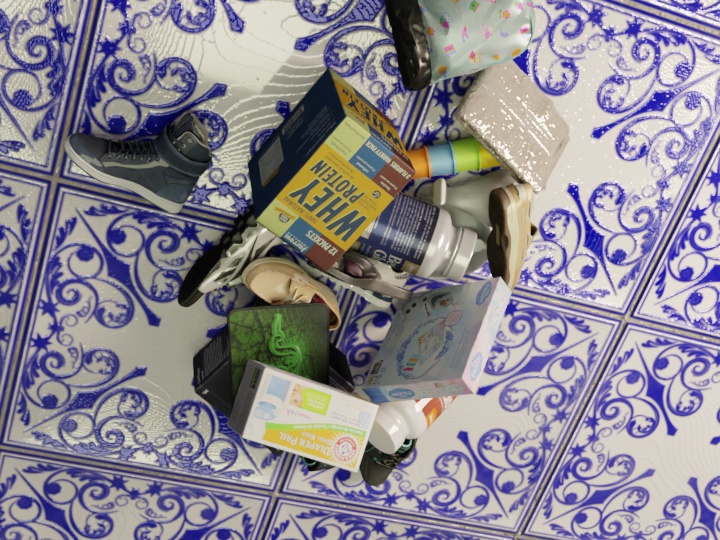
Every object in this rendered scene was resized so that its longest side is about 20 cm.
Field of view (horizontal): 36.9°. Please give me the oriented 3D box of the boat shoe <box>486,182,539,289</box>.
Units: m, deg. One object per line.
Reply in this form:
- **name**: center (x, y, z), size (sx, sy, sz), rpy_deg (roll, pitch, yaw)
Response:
- **boat shoe**: center (0.242, -0.049, 1.664), size (0.075, 0.072, 0.201), rpy_deg (-20, 139, -15)

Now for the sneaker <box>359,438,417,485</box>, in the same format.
- **sneaker**: center (0.051, 0.304, 1.882), size (0.074, 0.080, 0.202), rpy_deg (13, 117, -18)

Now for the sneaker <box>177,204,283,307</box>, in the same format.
- **sneaker**: center (-0.199, -0.002, 1.681), size (0.200, 0.074, 0.088), rpy_deg (-43, 121, 10)

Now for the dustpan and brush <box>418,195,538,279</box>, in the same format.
- **dustpan and brush**: center (0.185, -0.044, 1.733), size (0.197, 0.057, 0.141), rpy_deg (1, 118, -11)

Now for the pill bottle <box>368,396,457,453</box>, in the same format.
- **pill bottle**: center (0.089, 0.202, 1.771), size (0.200, 0.111, 0.113), rpy_deg (-43, 124, -27)

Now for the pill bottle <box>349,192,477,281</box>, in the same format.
- **pill bottle**: center (0.073, -0.056, 1.652), size (0.198, 0.111, 0.112), rpy_deg (21, 114, -3)

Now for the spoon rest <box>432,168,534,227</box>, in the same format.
- **spoon rest**: center (0.191, -0.114, 1.682), size (0.198, 0.060, 0.101), rpy_deg (4, 88, -31)

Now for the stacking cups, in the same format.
- **stacking cups**: center (0.121, -0.175, 1.656), size (0.197, 0.061, 0.061), rpy_deg (-8, 120, -2)

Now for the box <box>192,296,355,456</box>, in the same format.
- **box**: center (-0.143, 0.168, 1.767), size (0.182, 0.104, 0.200), rpy_deg (-41, 117, 11)

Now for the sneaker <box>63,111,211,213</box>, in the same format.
- **sneaker**: center (-0.310, -0.182, 1.554), size (0.201, 0.077, 0.146), rpy_deg (24, 124, -31)

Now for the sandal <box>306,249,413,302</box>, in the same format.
- **sandal**: center (0.000, 0.000, 1.648), size (0.199, 0.075, 0.049), rpy_deg (19, 91, -38)

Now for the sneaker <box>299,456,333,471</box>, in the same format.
- **sneaker**: center (-0.071, 0.301, 1.825), size (0.079, 0.076, 0.201), rpy_deg (-36, 162, -18)

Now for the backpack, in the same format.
- **backpack**: center (0.147, -0.345, 1.525), size (0.197, 0.127, 0.169), rpy_deg (-15, 117, -5)

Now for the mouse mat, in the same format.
- **mouse mat**: center (-0.127, 0.142, 1.693), size (0.158, 0.008, 0.202), rpy_deg (-4, 119, -8)

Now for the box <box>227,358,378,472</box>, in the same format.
- **box**: center (-0.088, 0.224, 1.662), size (0.198, 0.101, 0.114), rpy_deg (20, 86, -20)

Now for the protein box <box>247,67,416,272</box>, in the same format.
- **protein box**: center (-0.048, -0.148, 1.555), size (0.134, 0.201, 0.199), rpy_deg (36, 108, -25)

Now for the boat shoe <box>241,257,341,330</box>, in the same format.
- **boat shoe**: center (-0.100, 0.041, 1.693), size (0.199, 0.069, 0.074), rpy_deg (25, 113, -43)

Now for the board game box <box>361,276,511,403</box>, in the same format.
- **board game box**: center (0.120, 0.110, 1.680), size (0.197, 0.201, 0.043), rpy_deg (-13, 129, 42)

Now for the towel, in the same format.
- **towel**: center (0.233, -0.221, 1.621), size (0.200, 0.034, 0.134), rpy_deg (40, 68, -26)

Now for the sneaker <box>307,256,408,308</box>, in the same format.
- **sneaker**: center (-0.011, -0.017, 1.710), size (0.199, 0.077, 0.081), rpy_deg (26, 112, -33)
